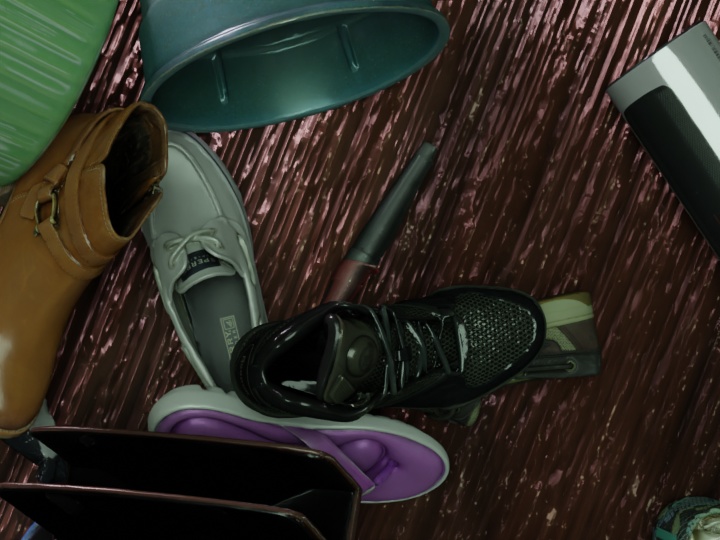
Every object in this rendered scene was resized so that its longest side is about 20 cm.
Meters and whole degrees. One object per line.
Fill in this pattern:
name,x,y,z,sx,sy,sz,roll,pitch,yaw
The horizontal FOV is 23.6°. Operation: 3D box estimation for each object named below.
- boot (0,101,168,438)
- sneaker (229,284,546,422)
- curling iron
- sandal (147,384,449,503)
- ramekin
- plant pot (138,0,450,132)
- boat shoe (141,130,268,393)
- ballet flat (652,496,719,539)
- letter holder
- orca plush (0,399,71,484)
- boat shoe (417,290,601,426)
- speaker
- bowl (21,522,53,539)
boot,-0.178,-0.002,1.055,0.076,0.154,0.202,25,66,-35
sneaker,0.025,0.051,1.031,0.197,0.114,0.077,-5,91,-10
curling iron,0.000,0.000,1.127,0.025,0.050,0.201,37,71,-10
sandal,-0.040,0.126,1.101,0.200,0.083,0.050,12,46,-15
ramekin,-0.228,-0.150,1.065,0.097,0.200,0.202,25,88,-26
plant pot,-0.063,-0.214,1.079,0.198,0.200,0.198,-14,81,-1
boat shoe,-0.103,0.000,1.125,0.071,0.066,0.202,-14,88,-1
ballet flat,0.289,0.194,1.120,0.198,0.074,0.075,8,88,0
letter holder,-0.117,0.145,1.010,0.198,0.142,0.102,3,65,19
orca plush,-0.246,0.050,1.139,0.105,0.071,0.201,-40,102,-46
boat shoe,0.063,0.069,1.122,0.199,0.072,0.067,-18,83,-5
speaker,0.247,-0.058,1.123,0.081,0.081,0.201,-33,89,-1
bowl,-0.141,0.218,1.087,0.198,0.039,0.203,-7,63,14
